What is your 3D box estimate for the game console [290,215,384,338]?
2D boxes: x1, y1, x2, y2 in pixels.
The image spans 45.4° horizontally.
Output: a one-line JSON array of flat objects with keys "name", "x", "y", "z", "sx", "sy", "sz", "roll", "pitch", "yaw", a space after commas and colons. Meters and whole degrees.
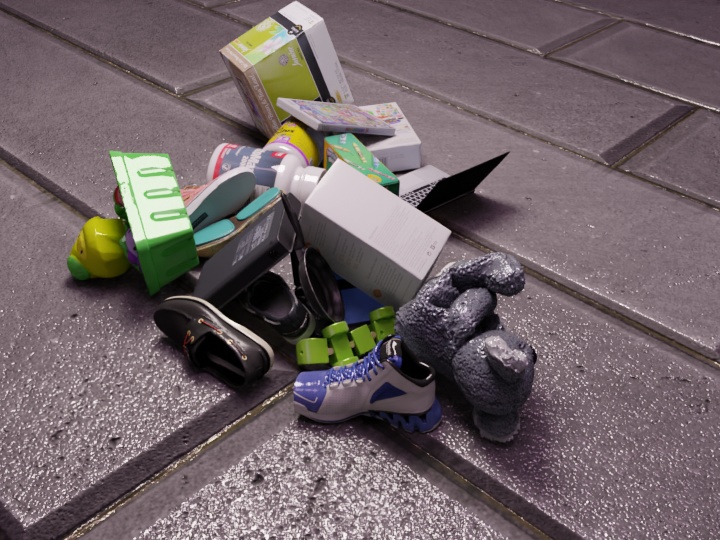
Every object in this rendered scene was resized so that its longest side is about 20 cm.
[{"name": "game console", "x": 0.000, "y": 0.000, "z": 1.310, "sx": 0.195, "sy": 0.119, "sz": 0.177, "roll": -9, "pitch": 35, "yaw": -15}]

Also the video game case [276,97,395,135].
[{"name": "video game case", "x": -0.046, "y": -0.298, "z": 1.670, "sx": 0.197, "sy": 0.018, "sz": 0.143, "roll": -4, "pitch": 30, "yaw": -41}]

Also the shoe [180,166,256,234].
[{"name": "shoe", "x": -0.272, "y": -0.120, "z": 1.447, "sx": 0.199, "sy": 0.072, "sz": 0.091, "roll": -41, "pitch": 52, "yaw": -5}]

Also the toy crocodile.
[{"name": "toy crocodile", "x": 0.003, "y": 0.100, "z": 1.219, "sx": 0.196, "sy": 0.062, "sz": 0.069, "roll": -16, "pitch": 79, "yaw": -26}]

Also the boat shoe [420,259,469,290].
[{"name": "boat shoe", "x": 0.139, "y": 0.039, "z": 1.289, "sx": 0.061, "sy": 0.074, "sz": 0.200, "roll": -6, "pitch": 21, "yaw": 29}]

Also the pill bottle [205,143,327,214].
[{"name": "pill bottle", "x": -0.161, "y": -0.150, "z": 1.515, "sx": 0.195, "sy": 0.122, "sz": 0.120, "roll": 11, "pitch": 35, "yaw": 11}]

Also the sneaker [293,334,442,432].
[{"name": "sneaker", "x": 0.013, "y": 0.135, "z": 1.115, "sx": 0.194, "sy": 0.117, "sz": 0.081, "roll": 6, "pitch": 33, "yaw": 4}]

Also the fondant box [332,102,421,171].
[{"name": "fondant box", "x": 0.030, "y": -0.269, "z": 1.751, "sx": 0.141, "sy": 0.059, "sz": 0.201, "roll": -9, "pitch": 37, "yaw": -10}]

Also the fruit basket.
[{"name": "fruit basket", "x": -0.366, "y": -0.063, "z": 1.332, "sx": 0.210, "sy": 0.157, "sz": 0.220, "roll": 2, "pitch": 56, "yaw": -3}]

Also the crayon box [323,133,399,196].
[{"name": "crayon box", "x": -0.002, "y": -0.144, "z": 1.517, "sx": 0.057, "sy": 0.121, "sz": 0.200, "roll": -13, "pitch": 37, "yaw": -22}]

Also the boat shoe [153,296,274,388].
[{"name": "boat shoe", "x": -0.214, "y": 0.096, "z": 1.193, "sx": 0.199, "sy": 0.075, "sz": 0.063, "roll": 26, "pitch": 32, "yaw": 23}]

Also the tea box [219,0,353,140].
[{"name": "tea box", "x": -0.147, "y": -0.394, "z": 1.749, "sx": 0.195, "sy": 0.202, "sz": 0.134, "roll": -35, "pitch": 44, "yaw": -11}]

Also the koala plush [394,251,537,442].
[{"name": "koala plush", "x": 0.155, "y": 0.110, "z": 1.121, "sx": 0.180, "sy": 0.180, "sz": 0.201, "roll": -12, "pitch": 43, "yaw": -18}]

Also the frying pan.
[{"name": "frying pan", "x": -0.073, "y": -0.004, "z": 1.202, "sx": 0.030, "sy": 0.191, "sz": 0.116, "roll": -24, "pitch": 32, "yaw": 16}]

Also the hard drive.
[{"name": "hard drive", "x": -0.174, "y": -0.018, "z": 1.285, "sx": 0.199, "sy": 0.033, "sz": 0.141, "roll": -36, "pitch": 25, "yaw": 24}]

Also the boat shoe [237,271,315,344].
[{"name": "boat shoe", "x": -0.138, "y": 0.034, "z": 1.275, "sx": 0.076, "sy": 0.061, "sz": 0.199, "roll": -49, "pitch": 45, "yaw": -12}]

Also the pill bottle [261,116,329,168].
[{"name": "pill bottle", "x": -0.122, "y": -0.231, "z": 1.648, "sx": 0.102, "sy": 0.106, "sz": 0.201, "roll": 10, "pitch": 34, "yaw": 11}]

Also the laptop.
[{"name": "laptop", "x": 0.135, "y": -0.178, "z": 1.579, "sx": 0.185, "sy": 0.118, "sz": 0.199, "roll": -24, "pitch": 42, "yaw": -34}]

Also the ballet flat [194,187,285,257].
[{"name": "ballet flat", "x": -0.200, "y": -0.062, "z": 1.423, "sx": 0.198, "sy": 0.071, "sz": 0.071, "roll": -32, "pitch": 43, "yaw": -11}]

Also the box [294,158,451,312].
[{"name": "box", "x": 0.015, "y": -0.046, "z": 1.256, "sx": 0.198, "sy": 0.125, "sz": 0.098, "roll": 33, "pitch": 61, "yaw": 5}]
